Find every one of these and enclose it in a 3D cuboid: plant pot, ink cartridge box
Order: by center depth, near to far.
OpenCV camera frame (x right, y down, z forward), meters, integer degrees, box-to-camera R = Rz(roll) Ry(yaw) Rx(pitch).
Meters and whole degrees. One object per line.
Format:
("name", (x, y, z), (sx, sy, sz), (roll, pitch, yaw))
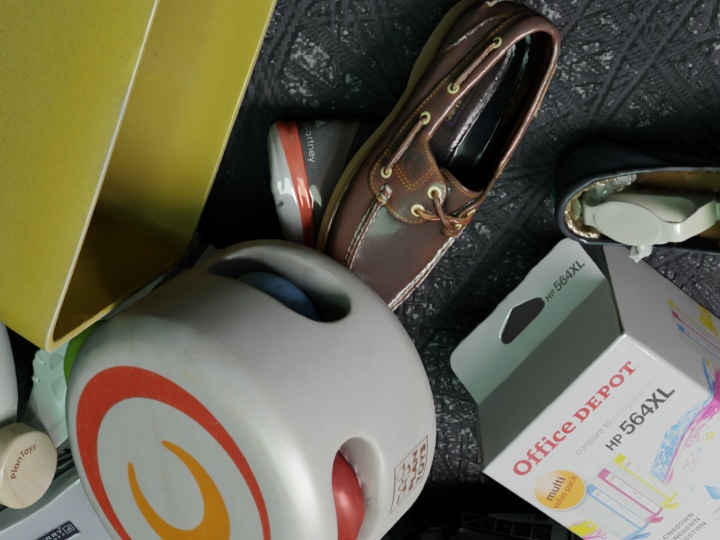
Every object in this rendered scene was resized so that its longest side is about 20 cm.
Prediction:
("plant pot", (-0.166, -0.108, 0.659), (0.175, 0.200, 0.202), (23, 107, 6))
("ink cartridge box", (0.164, 0.085, 0.802), (0.199, 0.126, 0.129), (33, 116, -17))

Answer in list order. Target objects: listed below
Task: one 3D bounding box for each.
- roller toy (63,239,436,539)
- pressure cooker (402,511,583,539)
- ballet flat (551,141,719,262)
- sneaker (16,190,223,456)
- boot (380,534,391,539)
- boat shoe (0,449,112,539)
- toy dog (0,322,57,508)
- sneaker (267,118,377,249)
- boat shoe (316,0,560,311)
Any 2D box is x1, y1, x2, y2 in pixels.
("roller toy", (-0.055, 0.086, 0.712), (0.182, 0.139, 0.201), (-30, 93, 45))
("pressure cooker", (0.125, 0.257, 0.866), (0.197, 0.177, 0.180), (-3, 137, 13))
("ballet flat", (0.200, -0.031, 0.728), (0.197, 0.073, 0.074), (8, 123, 25))
("sneaker", (-0.183, 0.026, 0.818), (0.115, 0.076, 0.201), (41, 105, -11))
("boot", (-0.052, 0.191, 0.829), (0.165, 0.200, 0.065), (-51, 148, 12))
("boat shoe", (-0.181, 0.146, 0.847), (0.198, 0.066, 0.072), (-30, 125, 3))
("toy dog", (-0.248, 0.053, 0.762), (0.130, 0.096, 0.203), (-9, 100, 32))
("sneaker", (0.000, 0.000, 0.790), (0.081, 0.077, 0.202), (-13, 120, 0))
("boat shoe", (0.041, -0.058, 0.719), (0.070, 0.070, 0.202), (19, 101, -37))
